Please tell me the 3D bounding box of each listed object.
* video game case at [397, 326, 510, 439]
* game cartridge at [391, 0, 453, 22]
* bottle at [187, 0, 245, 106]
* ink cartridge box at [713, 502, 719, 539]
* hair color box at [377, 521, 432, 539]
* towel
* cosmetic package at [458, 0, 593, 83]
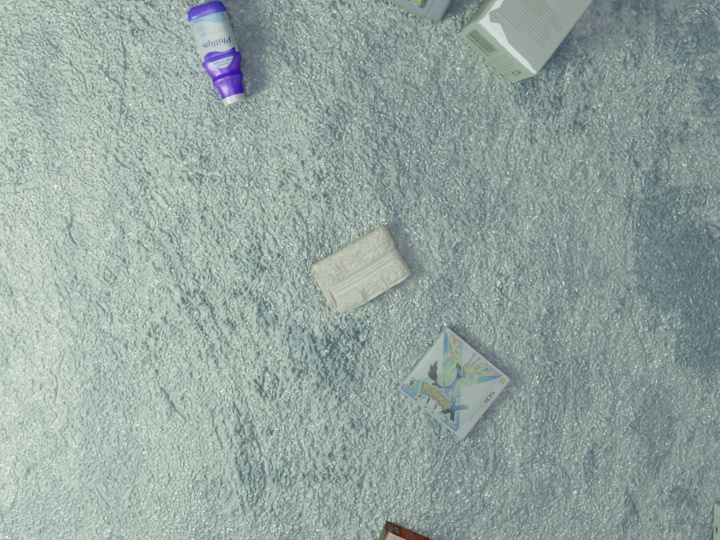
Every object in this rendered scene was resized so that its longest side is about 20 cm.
[{"bbox_3d":[0.216,0.259,1.683,0.199,0.022,0.183,38,93,-9],"label":"video game case"},{"bbox_3d":[0.113,-0.612,1.524,0.198,0.041,0.134,27,99,-19],"label":"game cartridge"},{"bbox_3d":[-0.289,-0.443,1.510,0.082,0.065,0.203,-17,99,-4],"label":"bottle"},{"bbox_3d":[0.915,0.674,1.748,0.084,0.146,0.203,-5,98,-6],"label":"ink cartridge box"},{"bbox_3d":[0.132,0.677,1.716,0.198,0.061,0.103,24,96,-8],"label":"hair color box"},{"bbox_3d":[0.000,0.000,1.618,0.198,0.034,0.134,-30,101,-1],"label":"towel"},{"bbox_3d":[0.338,-0.523,1.509,0.164,0.165,0.201,38,94,-10],"label":"cosmetic package"}]
